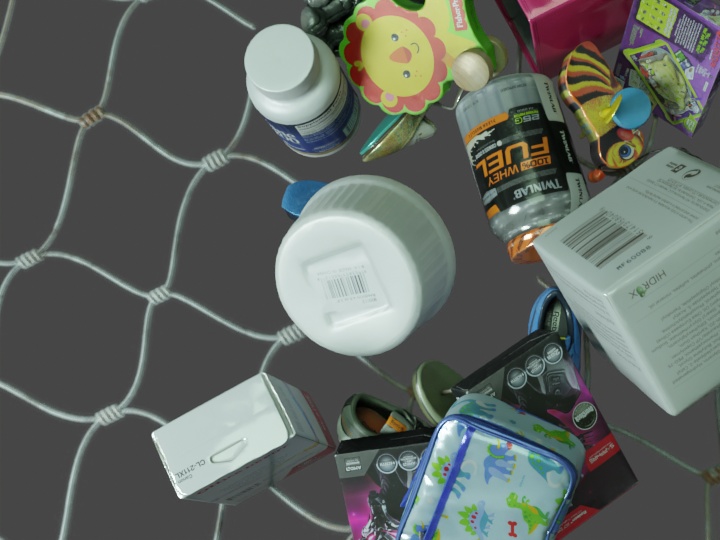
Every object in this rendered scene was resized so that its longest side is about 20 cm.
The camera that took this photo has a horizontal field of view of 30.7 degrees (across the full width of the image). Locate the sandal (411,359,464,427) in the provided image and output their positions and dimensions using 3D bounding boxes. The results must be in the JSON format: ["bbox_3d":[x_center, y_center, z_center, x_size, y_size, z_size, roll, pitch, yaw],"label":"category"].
[{"bbox_3d":[0.144,0.171,1.478,0.201,0.080,0.057,43,132,6],"label":"sandal"}]

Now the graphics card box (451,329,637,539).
[{"bbox_3d":[0.200,0.179,1.418,0.125,0.051,0.200,-31,99,-14],"label":"graphics card box"}]

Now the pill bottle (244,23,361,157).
[{"bbox_3d":[-0.071,-0.215,1.555,0.111,0.200,0.111,-3,76,11],"label":"pill bottle"}]

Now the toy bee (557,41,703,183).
[{"bbox_3d":[0.288,-0.160,1.501,0.109,0.131,0.200,-43,70,-8],"label":"toy bee"}]

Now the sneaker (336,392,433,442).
[{"bbox_3d":[0.061,0.204,1.489,0.200,0.079,0.074,25,59,14],"label":"sneaker"}]

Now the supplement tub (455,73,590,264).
[{"bbox_3d":[0.192,-0.117,1.518,0.122,0.123,0.200,-18,75,7],"label":"supplement tub"}]

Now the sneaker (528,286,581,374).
[{"bbox_3d":[0.218,0.117,1.485,0.066,0.078,0.201,0,79,10],"label":"sneaker"}]

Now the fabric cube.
[{"bbox_3d":[0.249,-0.373,1.525,0.199,0.196,0.200,-27,73,5],"label":"fabric cube"}]

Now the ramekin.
[{"bbox_3d":[0.000,0.000,1.496,0.200,0.098,0.201,8,114,18],"label":"ramekin"}]

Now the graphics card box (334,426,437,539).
[{"bbox_3d":[0.053,0.279,1.455,0.125,0.051,0.201,-8,102,11],"label":"graphics card box"}]

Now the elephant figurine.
[{"bbox_3d":[0.033,-0.332,1.599,0.199,0.141,0.156,-10,89,15],"label":"elephant figurine"}]

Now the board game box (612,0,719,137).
[{"bbox_3d":[0.351,-0.242,1.474,0.120,0.200,0.032,41,70,18],"label":"board game box"}]

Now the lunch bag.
[{"bbox_3d":[0.128,0.237,1.351,0.160,0.082,0.200,25,115,10],"label":"lunch bag"}]

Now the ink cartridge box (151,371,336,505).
[{"bbox_3d":[-0.126,0.193,1.475,0.146,0.200,0.083,-29,74,4],"label":"ink cartridge box"}]

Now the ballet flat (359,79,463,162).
[{"bbox_3d":[0.079,-0.202,1.596,0.071,0.071,0.200,34,88,17],"label":"ballet flat"}]

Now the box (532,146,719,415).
[{"bbox_3d":[0.330,0.006,1.384,0.200,0.199,0.172,-34,112,-3],"label":"box"}]

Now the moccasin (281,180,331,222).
[{"bbox_3d":[0.007,-0.065,1.577,0.200,0.068,0.081,20,75,14],"label":"moccasin"}]

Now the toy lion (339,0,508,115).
[{"bbox_3d":[0.061,-0.276,1.493,0.191,0.069,0.200,0,117,28],"label":"toy lion"}]
